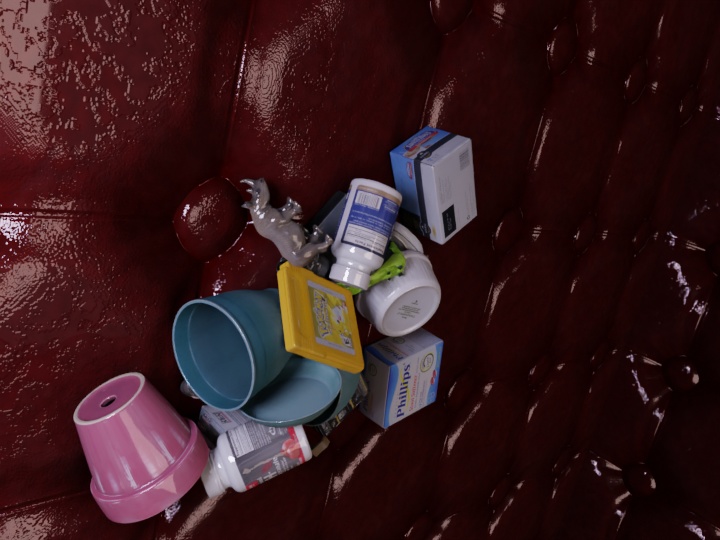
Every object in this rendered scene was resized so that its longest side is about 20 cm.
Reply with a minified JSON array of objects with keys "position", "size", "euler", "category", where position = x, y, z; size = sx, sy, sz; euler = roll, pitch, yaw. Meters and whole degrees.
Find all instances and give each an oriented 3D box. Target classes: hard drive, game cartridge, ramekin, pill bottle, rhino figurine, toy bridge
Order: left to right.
[{"position":[-0.196,0.334,1.230],"size":[0.197,0.111,0.112],"euler":[-22,128,-13],"category":"pill bottle"},{"position":[-0.146,-0.091,1.220],"size":[0.088,0.060,0.200],"euler":[-46,104,-6],"category":"rhino figurine"},{"position":[-0.152,0.291,1.322],"size":[0.067,0.200,0.027],"euler":[-43,-176,16],"category":"toy bridge"},{"position":[-0.074,0.089,1.264],"size":[0.032,0.179,0.199],"euler":[-27,147,27],"category":"game cartridge"},{"position":[-0.044,-0.050,1.417],"size":[0.140,0.033,0.201],"euler":[-49,138,-16],"category":"hard drive"},{"position":[0.005,-0.070,1.334],"size":[0.110,0.110,0.204],"euler":[23,82,-50],"category":"pill bottle"},{"position":[0.094,0.060,1.525],"size":[0.199,0.095,0.205],"euler":[-21,140,-18],"category":"ramekin"}]

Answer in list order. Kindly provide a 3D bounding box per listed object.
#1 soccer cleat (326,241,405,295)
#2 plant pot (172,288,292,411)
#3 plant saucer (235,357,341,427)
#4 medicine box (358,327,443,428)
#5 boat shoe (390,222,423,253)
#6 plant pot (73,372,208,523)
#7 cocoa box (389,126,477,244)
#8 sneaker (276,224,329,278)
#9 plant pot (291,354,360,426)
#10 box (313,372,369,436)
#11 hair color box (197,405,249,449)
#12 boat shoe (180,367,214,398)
[{"position":[0.000,0.000,1.420],"size":[0.197,0.082,0.068],"euler":[-20,149,-14],"category":"soccer cleat"},{"position":[-0.205,0.122,1.225],"size":[0.187,0.197,0.204],"euler":[-26,129,-52],"category":"plant pot"},{"position":[-0.128,0.229,1.232],"size":[0.198,0.198,0.037],"euler":[-27,121,-34],"category":"plant saucer"},{"position":[0.101,0.263,1.686],"size":[0.198,0.102,0.186],"euler":[-19,123,-41],"category":"medicine box"},{"position":[0.107,-0.032,1.556],"size":[0.067,0.073,0.200],"euler":[-52,139,-12],"category":"boat shoe"},{"position":[-0.380,0.283,1.129],"size":[0.199,0.198,0.182],"euler":[-35,118,-29],"category":"plant pot"},{"position":[0.164,-0.190,1.488],"size":[0.133,0.130,0.203],"euler":[-37,133,-28],"category":"cocoa box"},{"position":[-0.133,0.014,1.324],"size":[0.103,0.060,0.202],"euler":[21,108,-41],"category":"sneaker"},{"position":[-0.075,0.201,1.388],"size":[0.134,0.198,0.204],"euler":[-12,119,-51],"category":"plant pot"},{"position":[-0.069,0.266,1.548],"size":[0.161,0.049,0.202],"euler":[-42,135,-20],"category":"box"},{"position":[-0.224,0.316,1.369],"size":[0.198,0.098,0.062],"euler":[4,109,-48],"category":"hair color box"},{"position":[-0.263,0.212,1.317],"size":[0.198,0.056,0.068],"euler":[2,74,-51],"category":"boat shoe"}]
